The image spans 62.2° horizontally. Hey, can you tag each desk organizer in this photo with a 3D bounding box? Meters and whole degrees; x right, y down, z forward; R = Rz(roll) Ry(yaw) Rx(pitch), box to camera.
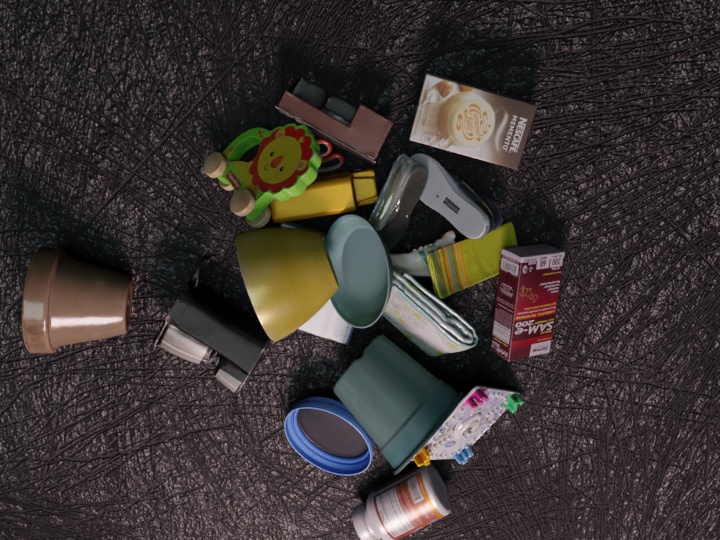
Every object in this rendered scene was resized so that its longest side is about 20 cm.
[{"bbox_3d":[-0.044,-0.271,1.061,0.197,0.072,0.078,28,94,-4],"label":"desk organizer"}]

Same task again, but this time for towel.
[{"bbox_3d":[0.212,-0.020,1.095,0.197,0.018,0.088,-21,103,-22],"label":"towel"},{"bbox_3d":[0.109,0.083,1.122,0.199,0.171,0.048,42,71,-6],"label":"towel"}]

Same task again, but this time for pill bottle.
[{"bbox_3d":[0.085,0.504,1.274,0.198,0.112,0.113,-32,102,14],"label":"pill bottle"}]

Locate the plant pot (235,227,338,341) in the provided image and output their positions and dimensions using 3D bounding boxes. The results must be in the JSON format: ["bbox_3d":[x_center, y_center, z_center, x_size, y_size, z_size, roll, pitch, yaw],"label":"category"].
[{"bbox_3d":[-0.119,0.005,1.060,0.140,0.200,0.203,-20,105,0],"label":"plant pot"}]

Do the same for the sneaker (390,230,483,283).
[{"bbox_3d":[0.141,-0.033,1.133,0.195,0.070,0.095,8,96,1],"label":"sneaker"}]

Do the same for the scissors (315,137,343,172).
[{"bbox_3d":[-0.127,-0.197,1.123,0.196,0.014,0.073,-13,139,22],"label":"scissors"}]

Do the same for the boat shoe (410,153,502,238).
[{"bbox_3d":[0.171,-0.137,1.095,0.201,0.090,0.071,49,124,18],"label":"boat shoe"}]

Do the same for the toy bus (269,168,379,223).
[{"bbox_3d":[-0.066,-0.139,1.105,0.196,0.078,0.066,-8,107,8],"label":"toy bus"}]

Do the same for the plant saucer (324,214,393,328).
[{"bbox_3d":[0.000,0.000,1.072,0.035,0.199,0.204,-9,112,-37],"label":"plant saucer"}]

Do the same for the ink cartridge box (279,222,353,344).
[{"bbox_3d":[-0.087,0.025,1.178,0.196,0.041,0.203,19,107,-2],"label":"ink cartridge box"}]

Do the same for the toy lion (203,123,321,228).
[{"bbox_3d":[-0.166,-0.188,1.062,0.192,0.069,0.200,-45,54,4],"label":"toy lion"}]

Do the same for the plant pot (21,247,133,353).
[{"bbox_3d":[-0.541,0.063,1.165,0.171,0.201,0.204,5,109,-14],"label":"plant pot"}]

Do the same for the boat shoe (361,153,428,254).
[{"bbox_3d":[0.051,-0.111,1.093,0.065,0.074,0.204,43,118,37],"label":"boat shoe"}]

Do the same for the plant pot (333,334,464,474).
[{"bbox_3d":[0.062,0.244,1.150,0.196,0.200,0.201,42,107,11],"label":"plant pot"}]

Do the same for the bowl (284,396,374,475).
[{"bbox_3d":[-0.063,0.342,1.238,0.197,0.040,0.204,13,128,17],"label":"bowl"}]

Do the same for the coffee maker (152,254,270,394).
[{"bbox_3d":[-0.274,0.114,1.168,0.198,0.135,0.194,30,114,-9],"label":"coffee maker"}]

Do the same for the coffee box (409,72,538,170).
[{"bbox_3d":[0.193,-0.262,1.044,0.196,0.080,0.116,15,108,0],"label":"coffee box"}]

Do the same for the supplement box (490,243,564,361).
[{"bbox_3d":[0.312,0.059,1.122,0.107,0.061,0.204,-7,110,-26],"label":"supplement box"}]

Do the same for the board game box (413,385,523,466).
[{"bbox_3d":[0.216,0.312,1.178,0.198,0.026,0.201,19,115,-49],"label":"board game box"}]
